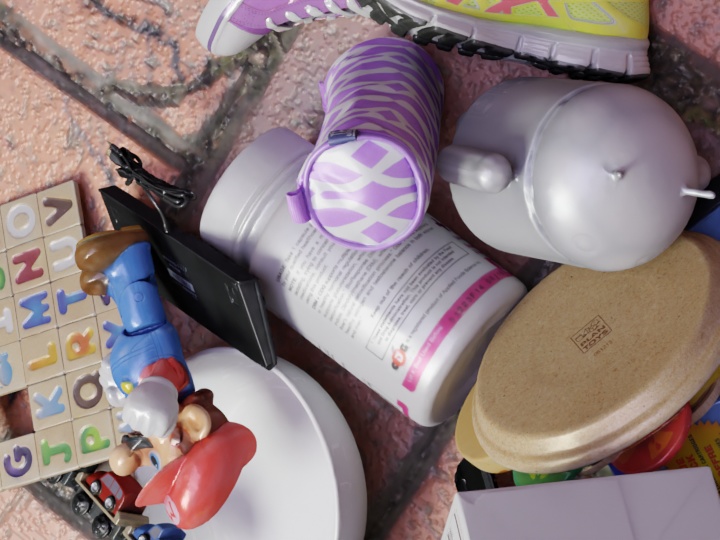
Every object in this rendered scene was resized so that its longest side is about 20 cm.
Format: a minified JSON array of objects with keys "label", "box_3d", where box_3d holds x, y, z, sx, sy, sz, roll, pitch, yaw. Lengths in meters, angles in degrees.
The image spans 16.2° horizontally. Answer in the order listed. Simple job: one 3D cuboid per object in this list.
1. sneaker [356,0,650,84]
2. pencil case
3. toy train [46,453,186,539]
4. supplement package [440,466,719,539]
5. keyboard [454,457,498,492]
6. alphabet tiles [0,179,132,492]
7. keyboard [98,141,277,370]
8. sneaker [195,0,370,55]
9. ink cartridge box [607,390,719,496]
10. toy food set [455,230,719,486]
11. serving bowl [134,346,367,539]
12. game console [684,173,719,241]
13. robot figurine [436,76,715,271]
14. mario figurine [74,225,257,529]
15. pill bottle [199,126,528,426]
[{"label":"sneaker","box_3d":[0.091,-0.178,1.591,0.200,0.078,0.091,12,89,-12]},{"label":"pencil case","box_3d":[0.006,-0.080,1.576,0.085,0.200,0.084,-16,110,13]},{"label":"toy train","box_3d":[-0.167,0.160,1.731,0.200,0.034,0.046,42,105,43]},{"label":"supplement package","box_3d":[0.138,0.229,1.417,0.155,0.111,0.200,-4,57,-12]},{"label":"keyboard","box_3d":[0.107,0.212,1.637,0.040,0.104,0.200,-11,75,-13]},{"label":"alphabet tiles","box_3d":[-0.224,0.045,1.768,0.167,0.008,0.200,-18,74,27]},{"label":"keyboard","box_3d":[-0.119,-0.018,1.666,0.200,0.021,0.127,31,145,51]},{"label":"sneaker","box_3d":[-0.011,-0.180,1.654,0.200,0.073,0.114,-38,84,21]},{"label":"ink cartridge box","box_3d":[0.238,0.126,1.541,0.200,0.076,0.137,-26,101,21]},{"label":"toy food set","box_3d":[0.152,0.055,1.536,0.200,0.198,0.049,-47,119,-13]},{"label":"serving bowl","box_3d":[-0.063,0.149,1.694,0.200,0.066,0.201,3,95,45]},{"label":"game console","box_3d":[0.249,0.031,1.587,0.200,0.031,0.177,-38,81,21]},{"label":"robot figurine","box_3d":[0.130,-0.061,1.553,0.200,0.169,0.113,13,105,60]},{"label":"mario figurine","box_3d":[-0.147,0.077,1.642,0.106,0.123,0.200,-32,69,25]},{"label":"pill bottle","box_3d":[0.000,0.000,1.641,0.200,0.113,0.113,37,107,17]}]
